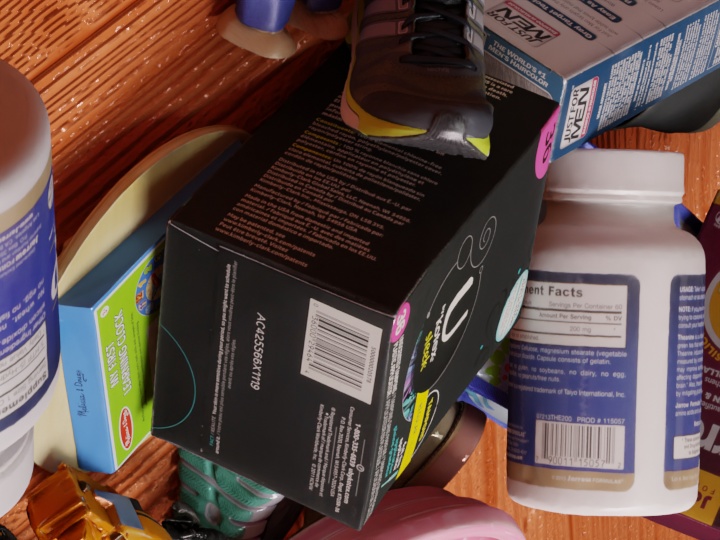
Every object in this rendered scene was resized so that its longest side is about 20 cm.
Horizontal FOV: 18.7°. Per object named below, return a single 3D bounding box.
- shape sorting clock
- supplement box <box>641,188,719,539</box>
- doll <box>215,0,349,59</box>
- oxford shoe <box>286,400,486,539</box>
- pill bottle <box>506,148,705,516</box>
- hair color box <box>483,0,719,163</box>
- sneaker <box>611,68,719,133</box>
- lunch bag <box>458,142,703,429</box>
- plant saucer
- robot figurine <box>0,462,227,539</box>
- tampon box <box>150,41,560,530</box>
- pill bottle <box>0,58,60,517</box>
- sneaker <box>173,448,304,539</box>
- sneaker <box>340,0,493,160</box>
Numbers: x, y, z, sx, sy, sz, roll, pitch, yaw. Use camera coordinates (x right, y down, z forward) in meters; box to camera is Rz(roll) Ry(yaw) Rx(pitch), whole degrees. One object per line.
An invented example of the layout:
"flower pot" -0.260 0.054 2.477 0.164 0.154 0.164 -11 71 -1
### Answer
"shape sorting clock" -0.109 0.015 1.117 0.200 0.039 0.201 -49 156 -31
"supplement box" 0.239 0.067 1.342 0.201 0.110 0.086 -66 151 -8
"doll" -0.021 -0.198 1.020 0.136 0.048 0.201 -24 138 -43
"oxford shoe" -0.009 0.131 1.339 0.200 0.074 0.071 -47 -168 27
"pill bottle" 0.139 0.033 1.240 0.111 0.110 0.202 -1 94 -54
"hair color box" 0.140 -0.143 1.251 0.199 0.100 0.061 -28 142 -37
"sneaker" 0.219 -0.169 1.360 0.106 0.075 0.201 -12 131 -52
"lunch bag" 0.125 0.016 1.358 0.200 0.127 0.171 34 78 -51
"plant saucer" 0.001 0.191 1.289 0.199 0.051 0.201 -24 152 -13
"robot figurine" -0.148 0.175 1.173 0.144 0.058 0.200 -31 148 6
"tampon box" 0.000 0.000 1.121 0.200 0.126 0.151 -49 155 -45
"pill bottle" -0.187 0.014 0.927 0.119 0.119 0.201 -32 143 -34
"sneaker" -0.059 0.108 1.265 0.087 0.074 0.201 -37 158 -46
"sneaker" 0.030 -0.118 1.061 0.073 0.200 0.081 8 118 -12
